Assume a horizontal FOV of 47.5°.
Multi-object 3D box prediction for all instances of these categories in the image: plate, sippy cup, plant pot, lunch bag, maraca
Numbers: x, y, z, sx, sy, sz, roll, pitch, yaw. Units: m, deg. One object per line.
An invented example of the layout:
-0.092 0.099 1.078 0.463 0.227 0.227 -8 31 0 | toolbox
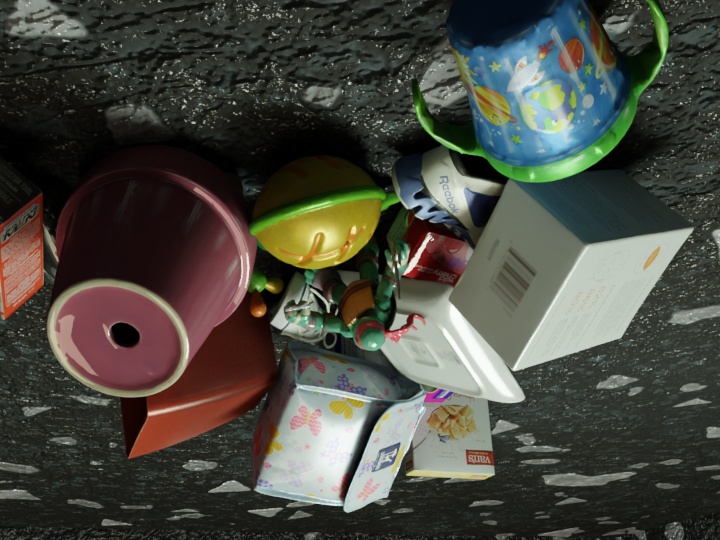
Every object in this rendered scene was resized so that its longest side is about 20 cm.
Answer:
0.075 0.084 0.966 0.197 0.033 0.201 7 142 47 | plate
0.130 -0.161 0.624 0.178 0.140 0.130 -45 135 -2 | sippy cup
-0.211 0.105 1.045 0.172 0.205 0.200 -3 156 -24 | plant pot
-0.024 0.206 1.048 0.196 0.128 0.173 16 111 -20 | lunch bag
-0.206 0.010 0.776 0.194 0.181 0.204 1 123 2 | plant pot
-0.033 -0.059 0.831 0.134 0.110 0.199 -14 178 25 | maraca

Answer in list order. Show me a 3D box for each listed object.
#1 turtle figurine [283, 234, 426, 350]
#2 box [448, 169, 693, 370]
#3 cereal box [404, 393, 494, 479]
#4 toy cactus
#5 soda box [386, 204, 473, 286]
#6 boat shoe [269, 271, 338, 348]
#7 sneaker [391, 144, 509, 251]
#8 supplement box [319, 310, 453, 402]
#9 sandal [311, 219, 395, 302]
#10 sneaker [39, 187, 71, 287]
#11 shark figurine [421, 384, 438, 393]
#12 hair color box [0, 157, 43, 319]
-0.007 0.027 0.863 0.147 0.201 0.102 -27 116 3 | turtle figurine
0.211 -0.007 0.824 0.197 0.107 0.154 -8 133 -42 | box
0.134 0.219 1.283 0.140 0.205 0.040 7 153 -21 | cereal box
-0.149 -0.032 0.895 0.194 0.104 0.167 8 143 -2 | toy cactus
0.129 -0.020 0.937 0.196 0.071 0.064 13 126 -30 | soda box
-0.064 0.062 1.032 0.085 0.076 0.202 26 165 -1 | boat shoe
0.138 -0.080 0.827 0.197 0.082 0.114 20 148 -36 | sneaker
0.044 0.130 1.209 0.195 0.106 0.102 3 154 -15 | supplement box
0.000 0.000 1.011 0.075 0.044 0.199 13 149 -30 | sandal
-0.341 -0.022 0.902 0.085 0.078 0.201 3 153 2 | sneaker
0.118 0.113 1.101 0.088 0.131 0.214 -3 153 -44 | shark figurine
-0.374 -0.043 0.806 0.110 0.064 0.201 39 146 2 | hair color box
